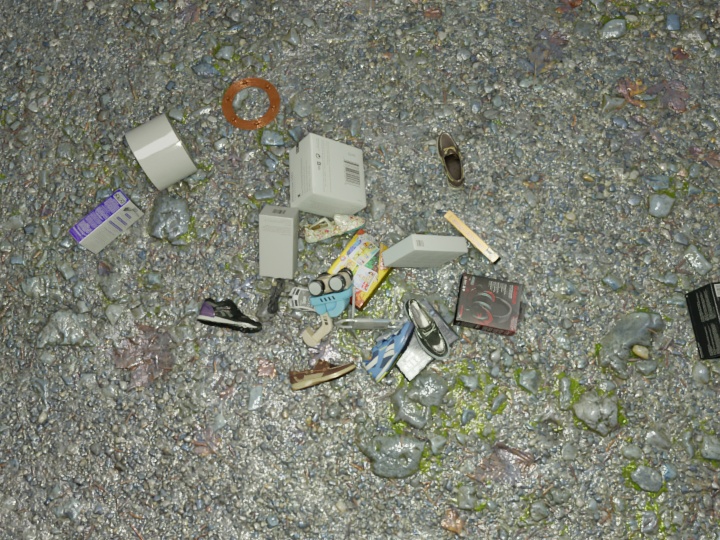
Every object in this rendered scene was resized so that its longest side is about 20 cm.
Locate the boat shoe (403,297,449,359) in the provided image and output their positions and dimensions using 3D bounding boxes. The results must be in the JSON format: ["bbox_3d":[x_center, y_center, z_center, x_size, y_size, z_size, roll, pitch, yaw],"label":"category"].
[{"bbox_3d":[0.185,0.167,1.613,0.072,0.071,0.200,-34,76,-7],"label":"boat shoe"}]

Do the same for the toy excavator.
[{"bbox_3d":[-0.096,0.112,1.633,0.193,0.100,0.201,-13,100,18],"label":"toy excavator"}]

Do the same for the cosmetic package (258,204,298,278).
[{"bbox_3d":[-0.244,-0.084,1.688,0.107,0.085,0.201,8,118,3],"label":"cosmetic package"}]

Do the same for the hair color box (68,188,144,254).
[{"bbox_3d":[-0.790,-0.152,1.767,0.200,0.109,0.065,-42,76,-9],"label":"hair color box"}]

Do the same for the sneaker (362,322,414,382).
[{"bbox_3d":[0.079,0.220,1.602,0.082,0.074,0.200,38,98,17],"label":"sneaker"}]

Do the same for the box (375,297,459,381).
[{"bbox_3d":[0.167,0.204,1.668,0.200,0.051,0.158,-40,77,-8],"label":"box"}]

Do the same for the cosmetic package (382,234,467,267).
[{"bbox_3d":[0.187,-0.054,1.644,0.199,0.151,0.052,1,70,-34],"label":"cosmetic package"}]

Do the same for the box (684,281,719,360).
[{"bbox_3d":[1.016,0.144,1.610,0.078,0.141,0.201,-4,75,-2],"label":"box"}]

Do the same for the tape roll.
[{"bbox_3d":[-0.621,-0.371,1.775,0.139,0.203,0.203,-30,76,-7],"label":"tape roll"}]

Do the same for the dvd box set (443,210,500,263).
[{"bbox_3d":[0.337,-0.097,1.697,0.200,0.146,0.029,46,100,13],"label":"dvd box set"}]

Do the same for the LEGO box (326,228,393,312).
[{"bbox_3d":[0.000,0.000,1.716,0.149,0.077,0.200,35,78,10],"label":"LEGO box"}]

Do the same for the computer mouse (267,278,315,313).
[{"bbox_3d":[-0.178,0.088,1.716,0.199,0.044,0.110,8,80,6],"label":"computer mouse"}]

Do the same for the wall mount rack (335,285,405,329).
[{"bbox_3d":[0.031,0.112,1.589,0.199,0.174,0.075,1,64,-7],"label":"wall mount rack"}]

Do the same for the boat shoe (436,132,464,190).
[{"bbox_3d":[0.291,-0.360,1.814,0.071,0.060,0.201,-10,75,0],"label":"boat shoe"}]

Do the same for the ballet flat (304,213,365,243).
[{"bbox_3d":[-0.086,-0.136,1.733,0.199,0.076,0.064,-18,116,13],"label":"ballet flat"}]

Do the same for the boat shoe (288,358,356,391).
[{"bbox_3d":[-0.112,0.290,1.645,0.199,0.072,0.072,-18,76,3],"label":"boat shoe"}]

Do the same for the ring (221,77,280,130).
[{"bbox_3d":[-0.372,-0.569,1.916,0.199,0.019,0.202,-1,75,2],"label":"ring"}]

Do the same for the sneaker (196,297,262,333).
[{"bbox_3d":[-0.386,0.129,1.698,0.199,0.076,0.088,12,69,5],"label":"sneaker"}]

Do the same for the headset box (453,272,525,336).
[{"bbox_3d":[0.387,0.103,1.675,0.199,0.075,0.150,12,75,5],"label":"headset box"}]

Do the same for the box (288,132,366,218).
[{"bbox_3d":[-0.101,-0.280,1.721,0.199,0.130,0.200,9,67,-36],"label":"box"}]
